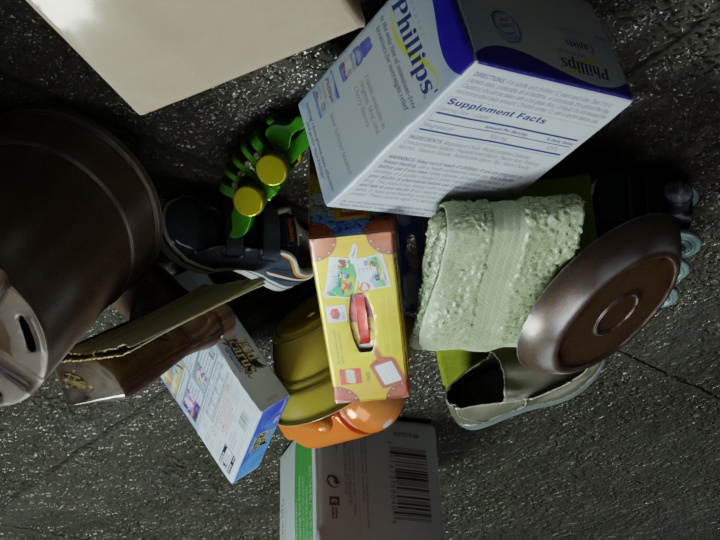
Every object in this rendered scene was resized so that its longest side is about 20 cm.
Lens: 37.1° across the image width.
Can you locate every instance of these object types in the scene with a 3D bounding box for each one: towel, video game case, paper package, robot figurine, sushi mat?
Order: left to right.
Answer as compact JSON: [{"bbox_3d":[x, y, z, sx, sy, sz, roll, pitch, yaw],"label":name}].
[{"bbox_3d":[-0.179,0.043,0.993,0.094,0.012,0.199,-8,-168,35],"label":"sushi mat"},{"bbox_3d":[-0.120,-0.226,0.741,0.197,0.105,0.191,-17,146,17],"label":"paper package"},{"bbox_3d":[-0.163,0.122,1.217,0.045,0.182,0.201,-28,160,-31],"label":"video game case"},{"bbox_3d":[-0.026,0.154,1.325,0.198,0.119,0.143,-22,153,38],"label":"robot figurine"},{"bbox_3d":[0.123,0.081,1.177,0.084,0.018,0.201,-6,149,6],"label":"towel"},{"bbox_3d":[0.123,0.009,0.978,0.145,0.037,0.202,-4,139,-10],"label":"towel"}]

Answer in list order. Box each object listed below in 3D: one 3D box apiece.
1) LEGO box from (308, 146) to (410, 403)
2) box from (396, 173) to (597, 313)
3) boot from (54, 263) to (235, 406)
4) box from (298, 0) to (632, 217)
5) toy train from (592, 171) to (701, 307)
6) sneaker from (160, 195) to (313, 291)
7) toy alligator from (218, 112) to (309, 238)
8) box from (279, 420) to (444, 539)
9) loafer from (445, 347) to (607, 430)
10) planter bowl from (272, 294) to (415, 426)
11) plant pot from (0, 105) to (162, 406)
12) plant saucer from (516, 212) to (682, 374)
[{"bbox_3d":[0.000,0.000,1.019,0.076,0.150,0.202,-5,129,3],"label":"LEGO box"},{"bbox_3d":[0.137,-0.023,1.073,0.196,0.124,0.048,-6,171,3],"label":"box"},{"bbox_3d":[-0.249,0.062,1.062,0.184,0.199,0.065,13,117,28],"label":"boot"},{"bbox_3d":[0.081,-0.138,0.875,0.182,0.107,0.200,3,150,-39],"label":"box"},{"bbox_3d":[0.292,-0.029,1.138,0.112,0.086,0.201,5,149,5],"label":"toy train"},{"bbox_3d":[-0.112,-0.035,1.067,0.079,0.080,0.198,-22,156,34],"label":"sneaker"},{"bbox_3d":[-0.078,-0.114,0.975,0.054,0.059,0.201,38,117,-4],"label":"toy alligator"},{"bbox_3d":[-0.003,0.337,1.552,0.196,0.202,0.172,9,146,-18],"label":"box"},{"bbox_3d":[0.176,0.115,1.163,0.198,0.076,0.069,-32,151,20],"label":"loafer"},{"bbox_3d":[-0.038,0.079,1.208,0.198,0.201,0.084,-23,109,26],"label":"planter bowl"},{"bbox_3d":[-0.295,-0.005,0.908,0.196,0.199,0.203,6,124,9],"label":"plant pot"},{"bbox_3d":[0.237,0.032,1.025,0.198,0.032,0.202,-28,147,-19],"label":"plant saucer"}]
